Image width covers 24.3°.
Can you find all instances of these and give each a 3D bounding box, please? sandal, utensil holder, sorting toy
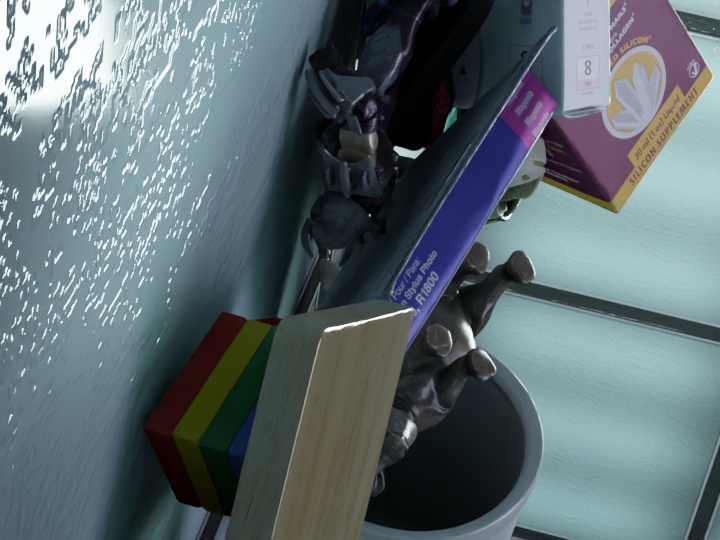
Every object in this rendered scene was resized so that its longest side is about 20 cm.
[{"bbox_3d":[0.040,-0.111,0.984,0.200,0.045,0.075,-50,-148,44],"label":"sandal"},{"bbox_3d":[0.015,0.160,1.081,0.201,0.169,0.170,102,5,-46],"label":"utensil holder"},{"bbox_3d":[-0.049,0.108,0.723,0.199,0.069,0.201,-5,110,-78],"label":"sorting toy"}]

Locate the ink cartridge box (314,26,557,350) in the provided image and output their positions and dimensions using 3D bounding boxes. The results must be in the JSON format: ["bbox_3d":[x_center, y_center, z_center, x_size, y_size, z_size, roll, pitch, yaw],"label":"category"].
[{"bbox_3d":[0.036,-0.017,0.936,0.197,0.043,0.200,-57,-172,-28],"label":"ink cartridge box"}]

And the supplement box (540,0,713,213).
[{"bbox_3d":[0.140,-0.155,1.154,0.131,0.103,0.200,-54,135,-8],"label":"supplement box"}]

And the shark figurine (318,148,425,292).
[{"bbox_3d":[0.012,-0.014,1.131,0.128,0.089,0.216,29,-81,61],"label":"shark figurine"}]

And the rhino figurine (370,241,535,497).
[{"bbox_3d":[0.033,0.062,0.984,0.087,0.060,0.200,-35,-162,44],"label":"rhino figurine"}]

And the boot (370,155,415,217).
[{"bbox_3d":[0.023,0.035,1.319,0.165,0.065,0.201,80,13,-46],"label":"boot"}]

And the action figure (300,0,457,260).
[{"bbox_3d":[0.006,-0.097,0.893,0.130,0.069,0.201,111,-2,-74],"label":"action figure"}]

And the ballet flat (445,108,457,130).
[{"bbox_3d":[0.041,-0.134,1.249,0.070,0.067,0.200,-50,167,-15],"label":"ballet flat"}]

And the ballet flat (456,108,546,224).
[{"bbox_3d":[0.093,-0.075,1.141,0.200,0.074,0.075,93,12,-82],"label":"ballet flat"}]

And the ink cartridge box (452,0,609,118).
[{"bbox_3d":[0.076,-0.198,1.001,0.057,0.162,0.201,-16,109,-37],"label":"ink cartridge box"}]
